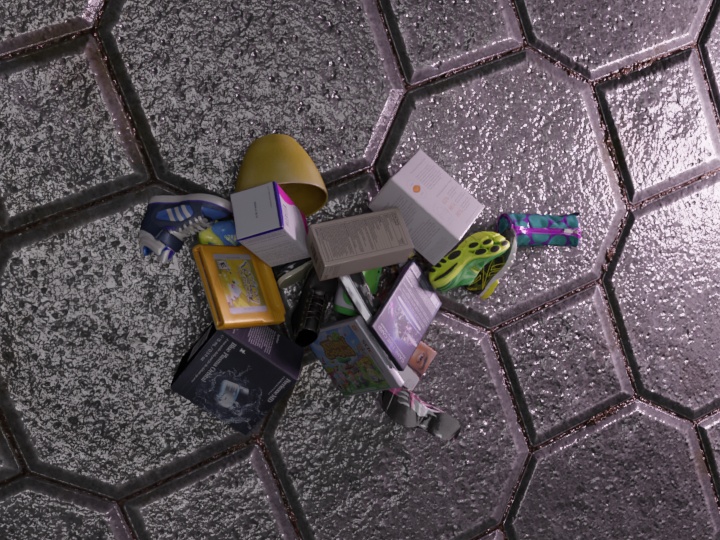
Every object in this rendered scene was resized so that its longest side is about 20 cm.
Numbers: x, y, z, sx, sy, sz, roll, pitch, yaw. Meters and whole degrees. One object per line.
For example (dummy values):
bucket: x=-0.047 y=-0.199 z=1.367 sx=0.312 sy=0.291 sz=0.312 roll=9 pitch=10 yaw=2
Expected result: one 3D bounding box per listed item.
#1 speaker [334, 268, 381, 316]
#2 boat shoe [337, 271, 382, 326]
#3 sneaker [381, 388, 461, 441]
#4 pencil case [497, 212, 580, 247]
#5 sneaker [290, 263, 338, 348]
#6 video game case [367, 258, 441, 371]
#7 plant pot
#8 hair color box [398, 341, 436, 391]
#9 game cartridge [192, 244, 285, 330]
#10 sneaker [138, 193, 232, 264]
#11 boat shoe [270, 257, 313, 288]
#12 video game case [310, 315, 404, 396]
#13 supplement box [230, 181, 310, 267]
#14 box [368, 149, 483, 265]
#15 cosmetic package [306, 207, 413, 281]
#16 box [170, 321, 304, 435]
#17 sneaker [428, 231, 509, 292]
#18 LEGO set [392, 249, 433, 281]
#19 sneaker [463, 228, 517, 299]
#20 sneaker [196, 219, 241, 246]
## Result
speaker: x=0.000 y=0.000 z=1.670 sx=0.088 sy=0.088 sz=0.201 roll=13 pitch=92 yaw=-16
boat shoe: x=0.015 y=0.070 z=1.603 sx=0.056 sy=0.069 sz=0.201 roll=-31 pitch=99 yaw=-9
sneaker: x=0.136 y=0.342 z=1.769 sx=0.199 sy=0.086 sz=0.081 roll=31 pitch=83 yaw=6
pencil case: x=0.433 y=-0.098 z=1.813 sx=0.199 sy=0.092 sz=0.086 roll=-1 pitch=94 yaw=-15
sneaker: x=-0.092 y=0.071 z=1.627 sx=0.074 sy=0.106 sz=0.201 roll=16 pitch=117 yaw=-16
video game case: x=0.099 y=0.095 z=1.626 sx=0.200 sy=0.019 sz=0.143 roll=-55 pitch=127 yaw=-31
plant pot: x=-0.179 y=-0.203 z=1.598 sx=0.199 sy=0.200 sz=0.143 roll=-7 pitch=71 yaw=-15
hair color box: x=0.064 y=0.177 z=1.741 sx=0.200 sy=0.064 sz=0.111 roll=36 pitch=82 yaw=-16
game cartridge: x=-0.244 y=0.031 z=1.550 sx=0.200 sy=0.032 sz=0.177 roll=-2 pitch=69 yaw=-55
sneaker: x=-0.364 y=-0.078 z=1.552 sx=0.199 sy=0.081 sz=0.147 roll=2 pitch=72 yaw=17
boat shoe: x=-0.113 y=-0.033 z=1.676 sx=0.199 sy=0.075 sz=0.066 roll=-31 pitch=72 yaw=-19
video game case: x=-0.020 y=0.193 z=1.657 sx=0.022 sy=0.200 sz=0.182 roll=-43 pitch=105 yaw=-39
supplement box: x=-0.180 y=-0.090 z=1.545 sx=0.103 sy=0.200 sz=0.102 roll=-15 pitch=71 yaw=11
box: x=0.146 y=-0.142 z=1.667 sx=0.200 sy=0.106 sz=0.152 roll=42 pitch=46 yaw=0
cosmetic package: x=-0.003 y=-0.056 z=1.564 sx=0.199 sy=0.073 sz=0.104 roll=-11 pitch=66 yaw=-19
box: x=-0.257 y=0.206 z=1.585 sx=0.200 sy=0.118 sz=0.197 roll=35 pitch=114 yaw=-15
sneaker: x=0.243 y=-0.019 z=1.695 sx=0.199 sy=0.084 sz=0.074 roll=-30 pitch=58 yaw=-2
LEGO set: x=0.133 y=-0.024 z=1.718 sx=0.153 sy=0.116 sz=0.201 roll=-19 pitch=99 yaw=-14
sneaker: x=0.299 y=-0.018 z=1.754 sx=0.084 sy=0.075 sz=0.201 roll=19 pitch=123 yaw=-8
sneaker: x=-0.284 y=-0.019 z=1.623 sx=0.105 sy=0.076 sz=0.201 roll=-15 pitch=97 yaw=-15
